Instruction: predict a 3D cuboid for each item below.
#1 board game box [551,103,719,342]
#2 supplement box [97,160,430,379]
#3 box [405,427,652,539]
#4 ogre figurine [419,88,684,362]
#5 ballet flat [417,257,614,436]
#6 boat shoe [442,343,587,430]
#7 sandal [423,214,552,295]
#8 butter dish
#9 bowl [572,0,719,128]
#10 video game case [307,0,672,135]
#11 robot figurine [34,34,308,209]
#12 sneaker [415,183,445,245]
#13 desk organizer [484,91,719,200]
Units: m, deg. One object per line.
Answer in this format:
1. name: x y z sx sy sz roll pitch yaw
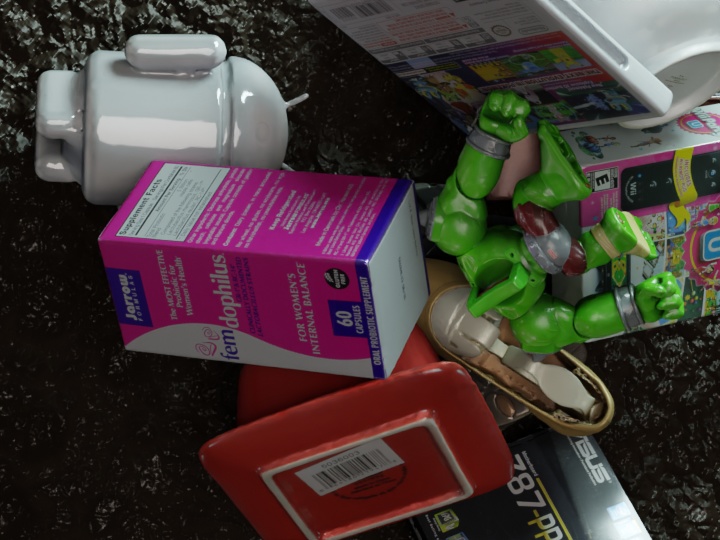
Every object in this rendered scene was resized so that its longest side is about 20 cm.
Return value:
1. board game box: 0.246 -0.042 1.461 0.199 0.064 0.148 -12 118 -15
2. supplement box: -0.065 -0.003 1.336 0.199 0.104 0.102 6 129 21
3. box: 0.141 0.227 1.481 0.160 0.049 0.201 -18 56 -13
4. ogre figurine: 0.123 -0.021 1.359 0.120 0.098 0.200 -37 122 18
5. ballet flat: 0.108 0.054 1.428 0.199 0.063 0.069 33 88 -8
6. boat shoe: 0.084 0.100 1.511 0.199 0.073 0.075 -28 79 5
7. sandal: 0.126 -0.002 1.487 0.199 0.043 0.076 -3 125 -22
8. butter dish: -0.008 0.095 1.418 0.199 0.200 0.148 -18 56 8
9. bowl: 0.207 -0.165 1.380 0.200 0.201 0.091 -22 67 -5
10. video game case: 0.086 -0.154 1.323 0.182 0.200 0.023 37 67 -30
11. robot figurine: -0.140 -0.104 1.428 0.199 0.113 0.170 2 136 -9
12. sneaker: 0.000 0.000 1.497 0.199 0.075 0.080 -27 123 -5
13. desk organizer: 0.186 -0.099 1.501 0.199 0.072 0.077 -2 100 -8
